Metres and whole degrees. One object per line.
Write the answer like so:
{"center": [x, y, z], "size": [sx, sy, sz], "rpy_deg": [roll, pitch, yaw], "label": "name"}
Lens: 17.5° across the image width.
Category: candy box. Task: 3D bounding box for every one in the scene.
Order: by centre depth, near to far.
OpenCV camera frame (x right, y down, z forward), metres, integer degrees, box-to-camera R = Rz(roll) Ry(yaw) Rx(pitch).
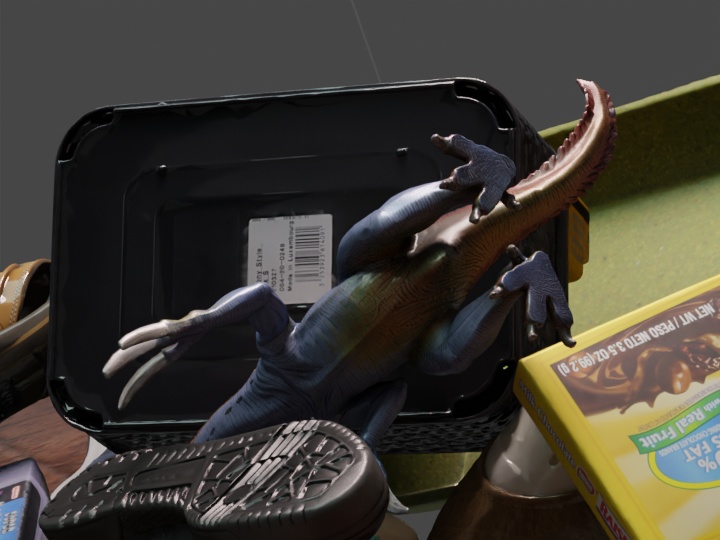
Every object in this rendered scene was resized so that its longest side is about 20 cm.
{"center": [0.166, 0.039, 0.846], "size": [0.199, 0.103, 0.026], "rpy_deg": [-22, -30, -18], "label": "candy box"}

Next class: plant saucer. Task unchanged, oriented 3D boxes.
{"center": [0.108, 0.019, 1.053], "size": [0.199, 0.048, 0.201], "rpy_deg": [-16, 47, 37], "label": "plant saucer"}

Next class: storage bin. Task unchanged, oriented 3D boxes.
{"center": [-0.020, 0.004, 0.963], "size": [0.198, 0.137, 0.094], "rpy_deg": [-3, -13, 18], "label": "storage bin"}

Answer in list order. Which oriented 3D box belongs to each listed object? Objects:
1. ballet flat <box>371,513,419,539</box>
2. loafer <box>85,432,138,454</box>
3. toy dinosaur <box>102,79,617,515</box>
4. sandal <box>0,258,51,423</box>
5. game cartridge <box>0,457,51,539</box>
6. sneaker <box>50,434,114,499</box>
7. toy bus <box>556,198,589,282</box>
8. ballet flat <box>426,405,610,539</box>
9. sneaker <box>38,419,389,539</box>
{"center": [-0.022, 0.107, 0.950], "size": [0.069, 0.070, 0.200], "rpy_deg": [-21, 9, -15], "label": "ballet flat"}
{"center": [-0.072, 0.082, 1.092], "size": [0.068, 0.071, 0.200], "rpy_deg": [-34, 31, -32], "label": "loafer"}
{"center": [0.005, 0.037, 0.871], "size": [0.199, 0.105, 0.181], "rpy_deg": [-26, -11, -46], "label": "toy dinosaur"}
{"center": [-0.165, 0.034, 1.082], "size": [0.200, 0.055, 0.082], "rpy_deg": [-38, -16, -13], "label": "sandal"}
{"center": [-0.194, 0.143, 0.969], "size": [0.129, 0.039, 0.200], "rpy_deg": [-23, 19, 4], "label": "game cartridge"}
{"center": [-0.076, 0.086, 1.230], "size": [0.146, 0.077, 0.203], "rpy_deg": [-30, 13, 13], "label": "sneaker"}
{"center": [0.000, 0.000, 1.041], "size": [0.198, 0.079, 0.065], "rpy_deg": [-2, -14, 17], "label": "toy bus"}
{"center": [0.109, 0.060, 0.891], "size": [0.198, 0.073, 0.068], "rpy_deg": [-19, 34, -2], "label": "ballet flat"}
{"center": [-0.044, 0.114, 0.815], "size": [0.199, 0.105, 0.060], "rpy_deg": [-9, 26, 47], "label": "sneaker"}
